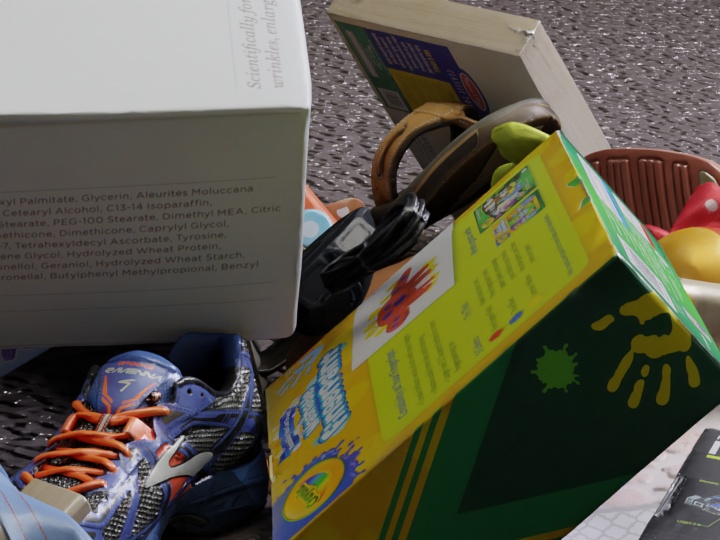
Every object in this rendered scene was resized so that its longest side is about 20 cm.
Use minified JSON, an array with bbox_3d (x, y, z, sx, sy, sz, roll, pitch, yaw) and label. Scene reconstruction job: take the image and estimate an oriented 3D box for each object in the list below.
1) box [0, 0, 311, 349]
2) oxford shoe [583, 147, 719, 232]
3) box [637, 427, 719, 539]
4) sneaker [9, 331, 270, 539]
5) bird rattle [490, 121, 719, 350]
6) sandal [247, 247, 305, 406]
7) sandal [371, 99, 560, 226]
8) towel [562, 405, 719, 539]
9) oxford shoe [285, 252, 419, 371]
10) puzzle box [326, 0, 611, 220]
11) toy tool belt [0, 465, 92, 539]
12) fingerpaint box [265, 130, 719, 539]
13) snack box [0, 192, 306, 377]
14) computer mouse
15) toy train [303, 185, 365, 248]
[{"bbox_3d":[-0.128,-0.081,1.257,0.199,0.131,0.200,-2,45,-6],"label":"box"},{"bbox_3d":[0.135,-0.021,1.503,0.074,0.071,0.200,0,-7,-35],"label":"oxford shoe"},{"bbox_3d":[0.187,0.131,1.028,0.199,0.048,0.193,11,23,17],"label":"box"},{"bbox_3d":[-0.098,0.072,1.168,0.075,0.079,0.200,9,16,20],"label":"sneaker"},{"bbox_3d":[0.140,0.015,1.317,0.199,0.113,0.163,14,6,-31],"label":"bird rattle"},{"bbox_3d":[-0.047,0.009,1.396,0.054,0.082,0.200,-15,18,3],"label":"sandal"},{"bbox_3d":[0.041,-0.058,1.558,0.081,0.055,0.200,-28,-2,-16],"label":"sandal"},{"bbox_3d":[0.150,0.089,1.206,0.199,0.032,0.191,1,23,-5],"label":"towel"},{"bbox_3d":[0.021,0.016,1.416,0.071,0.072,0.200,14,18,17],"label":"oxford shoe"},{"bbox_3d":[0.075,-0.074,1.605,0.133,0.200,0.025,17,64,37],"label":"puzzle box"},{"bbox_3d":[-0.113,0.113,0.935,0.122,0.126,0.200,-12,21,-24],"label":"toy tool belt"},{"bbox_3d":[0.047,0.047,1.140,0.073,0.167,0.200,47,8,-13],"label":"fingerpaint box"},{"bbox_3d":[-0.142,-0.021,1.395,0.199,0.053,0.142,-31,26,-13],"label":"snack box"},{"bbox_3d":[0.000,0.000,1.264,0.059,0.034,0.200,-45,5,-12],"label":"computer mouse"},{"bbox_3d":[-0.038,-0.071,1.488,0.056,0.200,0.150,-36,67,-11],"label":"toy train"}]
